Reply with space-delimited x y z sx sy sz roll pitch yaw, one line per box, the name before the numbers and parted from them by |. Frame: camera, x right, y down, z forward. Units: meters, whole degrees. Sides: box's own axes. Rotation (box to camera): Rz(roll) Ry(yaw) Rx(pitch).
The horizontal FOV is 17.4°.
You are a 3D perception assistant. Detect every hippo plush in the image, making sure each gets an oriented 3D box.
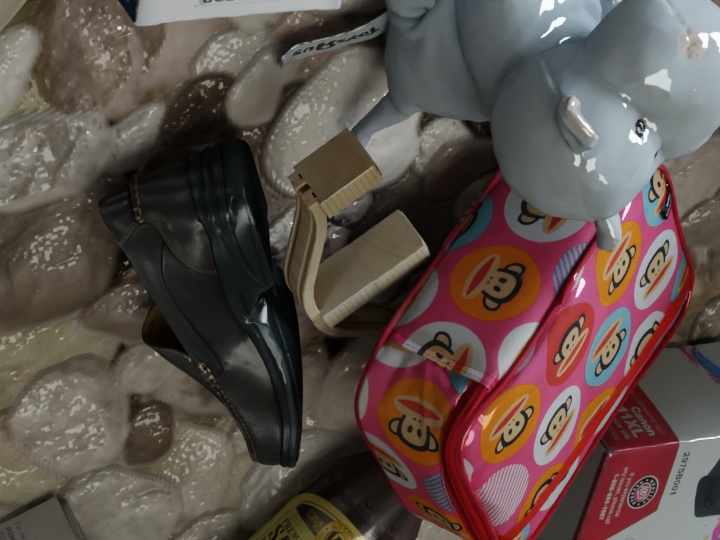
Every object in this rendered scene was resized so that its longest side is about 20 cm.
hippo plush | 0.078 -0.105 1.045 0.200 0.161 0.159 -33 137 -4

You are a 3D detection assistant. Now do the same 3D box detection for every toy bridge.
toy bridge | 0.000 0.000 1.143 0.067 0.027 0.200 -36 154 -1

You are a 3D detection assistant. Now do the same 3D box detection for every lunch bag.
lunch bag | 0.088 0.042 1.191 0.200 0.082 0.176 -54 151 -18

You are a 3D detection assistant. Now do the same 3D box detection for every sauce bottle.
sauce bottle | -0.017 0.145 1.269 0.200 0.066 0.066 -45 136 6

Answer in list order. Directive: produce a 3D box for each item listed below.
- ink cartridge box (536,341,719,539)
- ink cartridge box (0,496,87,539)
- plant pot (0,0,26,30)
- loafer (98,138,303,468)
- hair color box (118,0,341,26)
ink cartridge box | 0.188 0.122 1.361 0.200 0.083 0.146 -5 128 -28
ink cartridge box | -0.207 0.228 1.204 0.200 0.083 0.147 -28 135 -9
plant pot | -0.210 -0.166 0.797 0.200 0.200 0.174 -43 130 7
loafer | -0.070 0.021 1.138 0.072 0.073 0.200 -10 130 4
hair color box | -0.046 -0.203 0.959 0.100 0.061 0.200 -8 129 -26
